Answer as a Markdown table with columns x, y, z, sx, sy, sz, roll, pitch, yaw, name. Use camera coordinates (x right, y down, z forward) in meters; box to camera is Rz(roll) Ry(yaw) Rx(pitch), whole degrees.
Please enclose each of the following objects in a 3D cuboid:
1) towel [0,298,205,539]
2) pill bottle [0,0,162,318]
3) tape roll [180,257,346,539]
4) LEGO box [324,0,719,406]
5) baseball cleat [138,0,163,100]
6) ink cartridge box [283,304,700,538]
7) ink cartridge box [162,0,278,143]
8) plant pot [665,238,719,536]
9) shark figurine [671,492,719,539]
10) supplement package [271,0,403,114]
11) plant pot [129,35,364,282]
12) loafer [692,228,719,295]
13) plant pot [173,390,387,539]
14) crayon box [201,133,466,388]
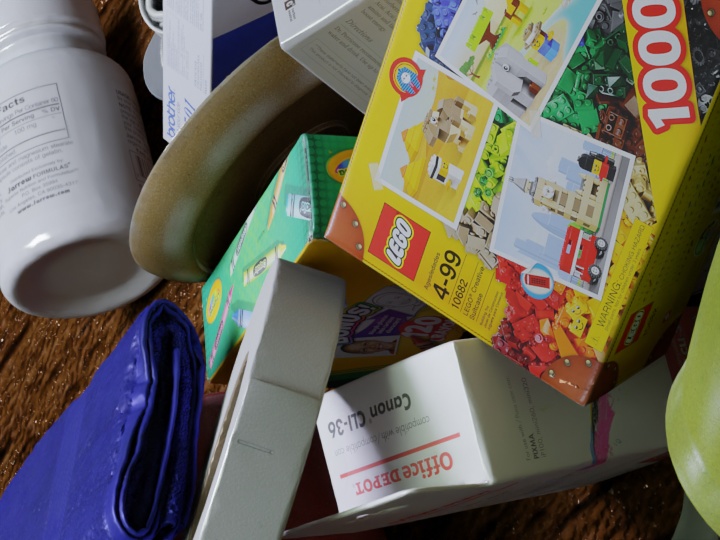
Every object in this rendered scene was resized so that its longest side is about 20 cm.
| x | y | z | sx | sy | sz | roll | pitch | yaw | name |
| --- | --- | --- | --- | --- | --- | --- | --- | --- | --- |
| -0.139 | 0.125 | 1.278 | 0.200 | 0.049 | 0.148 | -47 | 27 | 44 | towel |
| -0.195 | -0.080 | 1.604 | 0.114 | 0.114 | 0.201 | -45 | 51 | 42 | pill bottle |
| -0.052 | 0.093 | 1.149 | 0.203 | 0.037 | 0.204 | -162 | 90 | -85 | tape roll |
| 0.088 | -0.070 | 1.054 | 0.148 | 0.077 | 0.201 | 33 | 122 | 23 | LEGO box |
| -0.101 | -0.152 | 1.485 | 0.200 | 0.106 | 0.070 | -29 | 68 | 52 | baseball cleat |
| 0.062 | 0.070 | 1.137 | 0.116 | 0.199 | 0.068 | -26 | 75 | 50 | ink cartridge box |
| -0.054 | -0.155 | 1.281 | 0.044 | 0.094 | 0.201 | 38 | 141 | 32 | ink cartridge box |
| 0.213 | 0.023 | 0.962 | 0.193 | 0.199 | 0.201 | -62 | 40 | 46 | plant pot |
| 0.101 | 0.165 | 1.176 | 0.214 | 0.089 | 0.129 | -28 | 62 | 48 | shark figurine |
| 0.065 | -0.170 | 1.171 | 0.199 | 0.121 | 0.120 | -29 | 51 | 23 | supplement package |
| -0.037 | -0.062 | 1.322 | 0.027 | 0.199 | 0.201 | 46 | 125 | 20 | plant pot |
| 0.123 | -0.010 | 1.177 | 0.200 | 0.069 | 0.071 | -23 | 67 | 52 | loafer |
| -0.058 | 0.184 | 1.324 | 0.201 | 0.200 | 0.196 | -51 | 39 | 38 | plant pot |
| 0.000 | 0.000 | 1.265 | 0.200 | 0.118 | 0.059 | 128 | 141 | -61 | crayon box |
